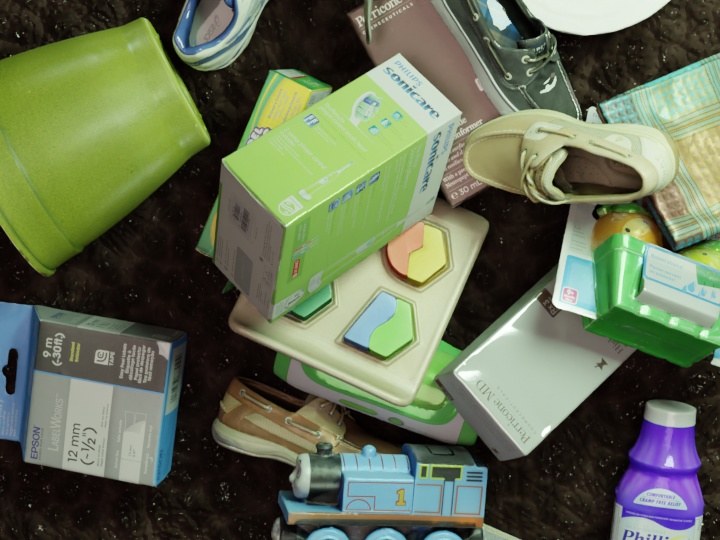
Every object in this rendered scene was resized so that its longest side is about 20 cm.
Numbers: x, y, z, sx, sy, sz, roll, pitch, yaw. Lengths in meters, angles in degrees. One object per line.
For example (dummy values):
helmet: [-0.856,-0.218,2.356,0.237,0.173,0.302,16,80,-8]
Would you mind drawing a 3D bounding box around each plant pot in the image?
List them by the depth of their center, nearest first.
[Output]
plant pot: [-0.247,-0.129,1.350,0.192,0.200,0.202,-29,94,-1]

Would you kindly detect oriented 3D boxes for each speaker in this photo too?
speaker: [0.024,0.095,1.386,0.198,0.088,0.089,19,101,5]

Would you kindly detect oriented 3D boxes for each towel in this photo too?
towel: [0.315,-0.114,1.275,0.199,0.022,0.148,-22,75,-20]

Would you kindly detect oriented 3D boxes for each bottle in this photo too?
bottle: [0.276,0.223,1.379,0.083,0.065,0.202,7,100,8]

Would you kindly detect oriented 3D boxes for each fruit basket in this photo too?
fruit basket: [0.266,-0.030,1.284,0.184,0.094,0.202,21,69,-11]

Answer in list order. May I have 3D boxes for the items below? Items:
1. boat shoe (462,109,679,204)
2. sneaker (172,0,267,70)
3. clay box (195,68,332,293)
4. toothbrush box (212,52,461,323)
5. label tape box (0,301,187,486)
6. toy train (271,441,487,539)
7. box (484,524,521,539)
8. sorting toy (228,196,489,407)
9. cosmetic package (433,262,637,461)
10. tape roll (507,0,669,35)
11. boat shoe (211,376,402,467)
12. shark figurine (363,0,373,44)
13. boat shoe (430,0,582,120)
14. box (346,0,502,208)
boat shoe: [0.163,-0.089,1.240,0.199,0.065,0.073,8,118,36]
sneaker: [-0.104,-0.270,1.348,0.075,0.088,0.201,28,100,5]
clay box: [-0.092,-0.083,1.360,0.047,0.115,0.201,26,101,4]
toothbrush box: [-0.022,-0.070,1.264,0.199,0.146,0.086,-33,67,-26]
label tape box: [-0.277,0.117,1.443,0.198,0.066,0.145,9,100,5]
toy train: [0.020,0.214,1.344,0.198,0.087,0.116,3,95,-10]
box: [0.079,0.315,1.430,0.198,0.048,0.160,22,99,4]
sorting toy: [0.000,0.000,1.353,0.184,0.037,0.201,24,73,5]
cosmetic package: [0.173,0.067,1.328,0.200,0.074,0.102,-42,91,-17]
tape roll: [0.201,-0.309,1.307,0.200,0.071,0.205,1,99,9]
boat shoe: [-0.042,0.150,1.411,0.198,0.076,0.073,14,98,4]
shark figurine: [0.016,-0.288,1.301,0.089,0.215,0.129,-16,128,-11]
boat shoe: [0.135,-0.196,1.277,0.070,0.066,0.201,-39,99,-28]
box: [0.080,-0.169,1.345,0.100,0.075,0.201,-29,92,11]
